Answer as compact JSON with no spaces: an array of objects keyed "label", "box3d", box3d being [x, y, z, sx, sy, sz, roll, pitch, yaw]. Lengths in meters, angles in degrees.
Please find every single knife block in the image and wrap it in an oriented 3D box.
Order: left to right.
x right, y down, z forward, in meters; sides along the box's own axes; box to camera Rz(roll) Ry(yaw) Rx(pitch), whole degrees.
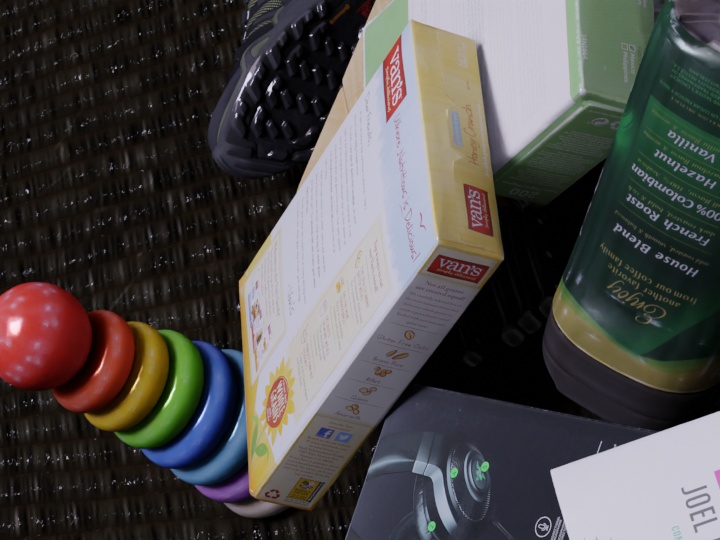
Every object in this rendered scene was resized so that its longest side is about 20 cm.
[{"label":"knife block","box3d":[0.056,-0.058,1.088,0.175,0.064,0.200,16,81,50]}]

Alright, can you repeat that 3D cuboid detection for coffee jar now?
[{"label":"coffee jar","box3d":[0.144,-0.028,0.886,0.085,0.104,0.200,30,131,17]}]

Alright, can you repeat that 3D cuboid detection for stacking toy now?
[{"label":"stacking toy","box3d":[-0.111,0.063,1.095,0.085,0.200,0.085,-25,53,38]}]

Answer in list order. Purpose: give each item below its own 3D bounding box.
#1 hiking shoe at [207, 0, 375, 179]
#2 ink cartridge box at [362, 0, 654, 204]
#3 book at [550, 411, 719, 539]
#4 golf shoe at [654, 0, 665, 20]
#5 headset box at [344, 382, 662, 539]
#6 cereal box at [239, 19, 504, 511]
[{"label":"hiking shoe","box3d":[-0.035,-0.142,1.238,0.101,0.076,0.200,13,70,59]},{"label":"ink cartridge box","box3d":[0.066,-0.098,1.013,0.200,0.048,0.146,138,137,-54]},{"label":"book","box3d":[0.185,0.105,0.790,0.200,0.048,0.134,-22,66,13]},{"label":"golf shoe","box3d":[0.137,-0.130,1.034,0.200,0.073,0.092,-24,55,44]},{"label":"headset box","box3d":[0.074,0.152,0.927,0.200,0.093,0.174,7,75,49]},{"label":"cereal box","box3d":[0.000,0.000,1.001,0.200,0.039,0.144,-54,29,41]}]
